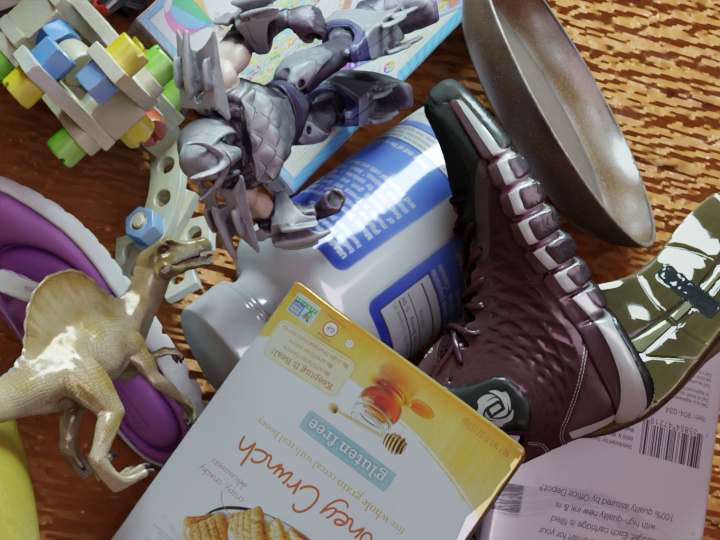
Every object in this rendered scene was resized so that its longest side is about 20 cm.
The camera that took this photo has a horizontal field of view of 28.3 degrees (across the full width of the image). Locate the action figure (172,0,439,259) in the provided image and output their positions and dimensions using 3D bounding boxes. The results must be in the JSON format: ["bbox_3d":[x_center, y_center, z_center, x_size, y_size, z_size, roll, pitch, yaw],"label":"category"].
[{"bbox_3d":[-0.032,-0.086,0.733,0.200,0.069,0.132,-41,139,-51],"label":"action figure"}]

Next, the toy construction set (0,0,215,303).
[{"bbox_3d":[-0.125,-0.078,0.749,0.092,0.201,0.131,-35,56,-12],"label":"toy construction set"}]

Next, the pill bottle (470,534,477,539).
[{"bbox_3d":[-0.004,0.170,0.765,0.111,0.112,0.202,30,85,-14],"label":"pill bottle"}]

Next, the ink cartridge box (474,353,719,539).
[{"bbox_3d":[0.126,0.133,0.850,0.144,0.084,0.203,16,77,-18],"label":"ink cartridge box"}]

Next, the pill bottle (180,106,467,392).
[{"bbox_3d":[0.000,0.000,0.807,0.199,0.112,0.113,-36,96,-21],"label":"pill bottle"}]

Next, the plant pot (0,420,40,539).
[{"bbox_3d":[-0.237,0.104,0.678,0.198,0.200,0.143,20,50,-17],"label":"plant pot"}]

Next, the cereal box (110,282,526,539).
[{"bbox_3d":[-0.032,0.129,0.699,0.143,0.040,0.201,34,85,11],"label":"cereal box"}]

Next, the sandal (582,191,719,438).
[{"bbox_3d":[0.168,0.031,0.806,0.199,0.054,0.080,-38,64,-18],"label":"sandal"}]

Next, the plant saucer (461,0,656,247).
[{"bbox_3d":[0.114,-0.097,0.848,0.032,0.200,0.201,-30,95,22],"label":"plant saucer"}]

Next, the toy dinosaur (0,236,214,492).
[{"bbox_3d":[-0.137,0.054,0.688,0.200,0.058,0.102,-41,115,-49],"label":"toy dinosaur"}]

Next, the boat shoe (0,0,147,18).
[{"bbox_3d":[-0.141,-0.182,0.814,0.200,0.071,0.068,-41,135,-27],"label":"boat shoe"}]

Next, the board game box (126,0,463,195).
[{"bbox_3d":[-0.024,-0.160,0.860,0.135,0.034,0.200,47,70,-9],"label":"board game box"}]

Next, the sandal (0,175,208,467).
[{"bbox_3d":[-0.153,0.031,0.756,0.203,0.082,0.050,47,38,-10],"label":"sandal"}]

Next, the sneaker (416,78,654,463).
[{"bbox_3d":[0.058,0.010,0.737,0.115,0.076,0.201,-31,87,6],"label":"sneaker"}]
